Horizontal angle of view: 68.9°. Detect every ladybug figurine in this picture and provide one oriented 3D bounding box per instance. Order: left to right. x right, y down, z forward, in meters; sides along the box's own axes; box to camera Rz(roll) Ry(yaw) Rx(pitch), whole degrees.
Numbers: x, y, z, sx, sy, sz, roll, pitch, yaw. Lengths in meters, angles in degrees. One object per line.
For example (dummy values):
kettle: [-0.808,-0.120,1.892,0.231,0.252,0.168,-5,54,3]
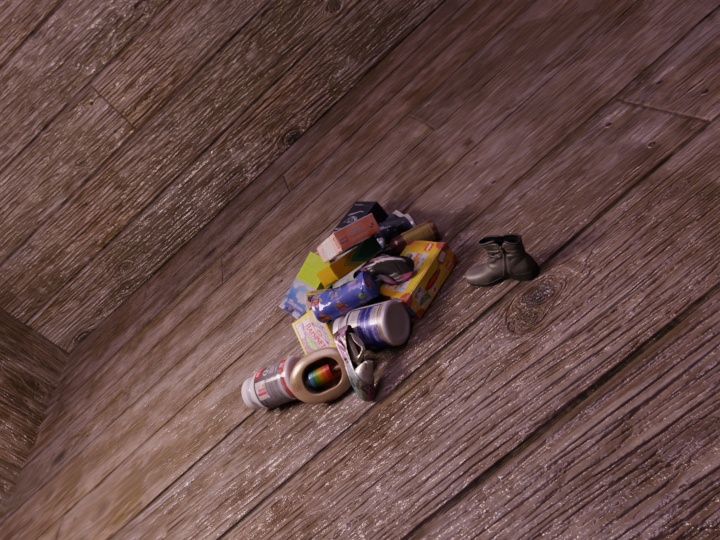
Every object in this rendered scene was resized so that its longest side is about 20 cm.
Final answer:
ladybug figurine: [-0.098,0.277,1.398,0.197,0.138,0.072,-23,-5,12]

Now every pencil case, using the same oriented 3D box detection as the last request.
pencil case: [-0.044,0.072,1.435,0.198,0.078,0.088,-27,31,25]

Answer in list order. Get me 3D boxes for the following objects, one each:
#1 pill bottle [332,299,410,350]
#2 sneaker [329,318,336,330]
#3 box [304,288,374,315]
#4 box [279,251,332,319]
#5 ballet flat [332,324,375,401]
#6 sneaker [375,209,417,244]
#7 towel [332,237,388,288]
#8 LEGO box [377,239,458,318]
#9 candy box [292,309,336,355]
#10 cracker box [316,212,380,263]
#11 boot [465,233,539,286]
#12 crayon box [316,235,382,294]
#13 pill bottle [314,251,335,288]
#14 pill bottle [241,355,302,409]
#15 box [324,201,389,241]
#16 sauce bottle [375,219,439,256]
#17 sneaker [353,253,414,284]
pill bottle: [0.025,0.152,1.397,0.198,0.116,0.117,-16,39,41]
sneaker: [-0.121,0.173,1.572,0.198,0.075,0.082,-20,4,40]
box: [-0.061,0.092,1.530,0.196,0.077,0.050,-7,13,10]
box: [-0.160,0.051,1.630,0.121,0.047,0.202,24,83,46]
ballet flat: [-0.007,0.224,1.310,0.071,0.068,0.202,-45,58,32]
sneaker: [0.101,-0.119,1.669,0.145,0.078,0.202,-35,19,-6]
towel: [0.000,0.000,1.611,0.168,0.048,0.203,-9,57,23]
LEGO box: [0.152,0.017,1.445,0.201,0.077,0.148,-54,30,-17]
candy box: [-0.114,0.210,1.481,0.102,0.026,0.202,-34,66,13]
cracker box: [-0.038,-0.089,1.513,0.133,0.058,0.200,-29,0,-20]
boot: [0.315,-0.033,1.248,0.198,0.131,0.068,-10,42,45]
crayon box: [-0.044,-0.016,1.494,0.199,0.052,0.125,-35,2,-25]
pill bottle: [-0.140,0.043,1.749,0.111,0.112,0.202,-21,37,34]
pill bottle: [-0.242,0.329,1.510,0.198,0.116,0.117,-26,34,29]
box: [-0.007,-0.132,1.804,0.201,0.104,0.147,-52,27,-13]
sauce bottle: [0.135,-0.081,1.556,0.197,0.067,0.066,-26,30,-2]
sneaker: [0.067,-0.016,1.442,0.198,0.081,0.087,-9,34,41]
